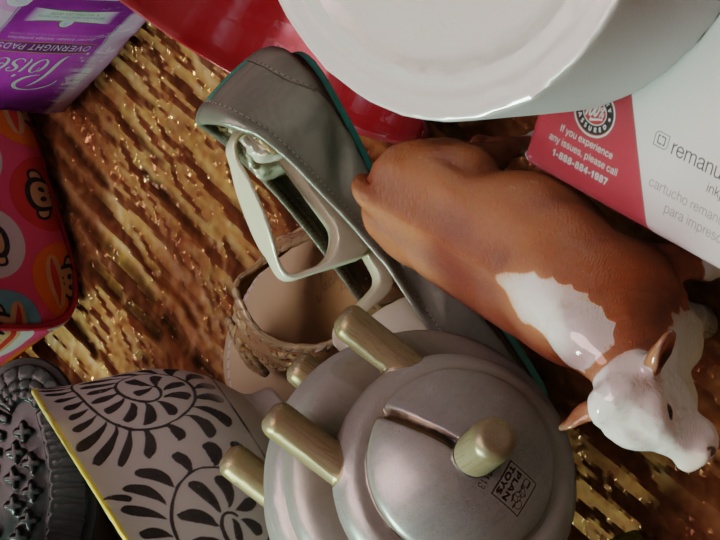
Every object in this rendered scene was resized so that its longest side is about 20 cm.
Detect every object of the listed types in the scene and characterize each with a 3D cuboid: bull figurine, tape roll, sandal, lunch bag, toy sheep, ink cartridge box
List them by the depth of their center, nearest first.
[{"bbox_3d":[0.049,-0.157,1.022,0.202,0.071,0.204,8,102,42],"label":"tape roll"},{"bbox_3d":[0.159,-0.108,1.033,0.147,0.083,0.201,32,113,44],"label":"ink cartridge box"},{"bbox_3d":[0.086,0.003,1.082,0.200,0.121,0.065,39,120,35],"label":"bull figurine"},{"bbox_3d":[0.022,0.084,1.097,0.200,0.137,0.139,136,127,-75],"label":"toy sheep"},{"bbox_3d":[-0.024,0.005,1.248,0.211,0.069,0.078,-34,65,43],"label":"sandal"},{"bbox_3d":[-0.247,-0.043,1.419,0.082,0.175,0.201,-35,64,42],"label":"lunch bag"}]

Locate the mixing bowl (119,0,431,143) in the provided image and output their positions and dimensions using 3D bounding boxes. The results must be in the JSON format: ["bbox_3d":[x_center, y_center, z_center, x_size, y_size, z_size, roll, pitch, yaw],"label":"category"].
[{"bbox_3d":[-0.032,-0.152,1.192,0.200,0.200,0.109,22,79,46],"label":"mixing bowl"}]

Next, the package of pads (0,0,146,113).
[{"bbox_3d":[-0.150,-0.156,1.353,0.200,0.120,0.076,-40,61,40],"label":"package of pads"}]

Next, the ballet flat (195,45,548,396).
[{"bbox_3d":[0.000,0.000,1.164,0.200,0.064,0.067,55,160,-7],"label":"ballet flat"}]

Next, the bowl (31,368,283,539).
[{"bbox_3d":[-0.057,0.114,1.242,0.201,0.094,0.201,57,172,12],"label":"bowl"}]

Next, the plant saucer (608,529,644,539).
[{"bbox_3d":[0.074,0.222,1.073,0.200,0.048,0.201,-103,27,-72],"label":"plant saucer"}]

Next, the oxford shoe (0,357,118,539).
[{"bbox_3d":[-0.153,0.136,1.372,0.072,0.084,0.201,-1,104,12],"label":"oxford shoe"}]
